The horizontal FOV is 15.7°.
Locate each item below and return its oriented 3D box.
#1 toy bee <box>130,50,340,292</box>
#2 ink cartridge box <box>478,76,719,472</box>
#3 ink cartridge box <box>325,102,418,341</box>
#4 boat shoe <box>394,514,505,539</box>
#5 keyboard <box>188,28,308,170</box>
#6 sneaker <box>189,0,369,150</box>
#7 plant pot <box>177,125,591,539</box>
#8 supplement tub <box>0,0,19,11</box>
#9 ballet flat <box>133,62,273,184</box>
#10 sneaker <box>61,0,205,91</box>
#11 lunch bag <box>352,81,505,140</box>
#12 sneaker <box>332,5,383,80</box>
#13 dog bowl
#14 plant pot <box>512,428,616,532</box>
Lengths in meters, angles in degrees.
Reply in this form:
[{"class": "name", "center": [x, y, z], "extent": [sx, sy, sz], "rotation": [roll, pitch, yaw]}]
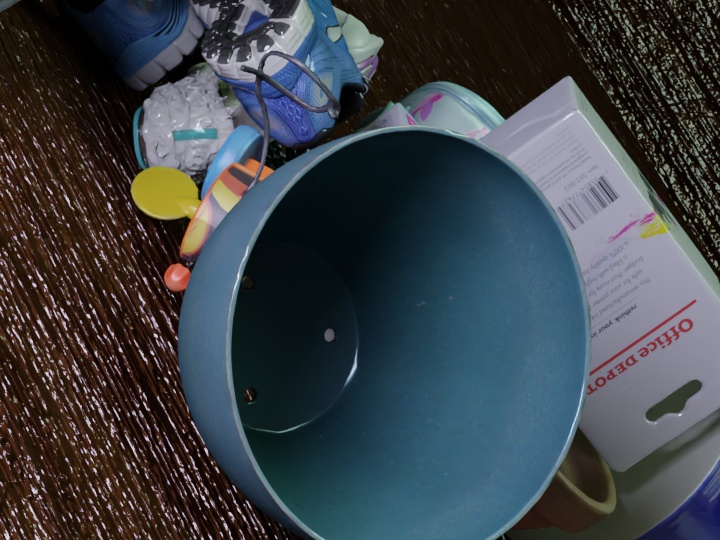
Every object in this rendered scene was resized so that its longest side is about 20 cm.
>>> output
[{"class": "toy bee", "center": [-0.067, -0.024, 1.351], "extent": [0.130, 0.109, 0.200], "rotation": [22, -22, 30]}, {"class": "ink cartridge box", "center": [0.135, 0.004, 1.527], "extent": [0.200, 0.115, 0.068], "rotation": [52, 13, -16]}, {"class": "ink cartridge box", "center": [0.000, 0.000, 1.446], "extent": [0.042, 0.119, 0.200], "rotation": [46, 15, -28]}, {"class": "boat shoe", "center": [0.029, 0.152, 1.286], "extent": [0.084, 0.068, 0.200], "rotation": [54, 13, -4]}, {"class": "keyboard", "center": [-0.054, -0.083, 1.642], "extent": [0.104, 0.040, 0.201], "rotation": [42, 20, -45]}, {"class": "sneaker", "center": [-0.044, -0.120, 1.439], "extent": [0.200, 0.078, 0.090], "rotation": [-90, 154, -64]}, {"class": "plant pot", "center": [-0.009, 0.034, 1.246], "extent": [0.200, 0.200, 0.134], "rotation": [50, -24, -23]}, {"class": "supplement tub", "center": [-0.214, -0.220, 1.205], "extent": [0.201, 0.122, 0.122], "rotation": [58, 13, 10]}, {"class": "ballet flat", "center": [-0.076, -0.083, 1.495], "extent": [0.072, 0.072, 0.200], "rotation": [54, 14, -4]}, {"class": "sneaker", "center": [-0.147, -0.198, 1.508], "extent": [0.090, 0.078, 0.201], "rotation": [39, 20, -41]}, {"class": "lunch bag", "center": [0.057, -0.041, 1.657], "extent": [0.161, 0.077, 0.200], "rotation": [47, -21, -9]}, {"class": "sneaker", "center": [-0.051, -0.137, 1.570], "extent": [0.100, 0.075, 0.200], "rotation": [41, -5, -18]}, {"class": "dog bowl", "center": [0.175, 0.112, 1.631], "extent": [0.079, 0.200, 0.201], "rotation": [41, 18, -36]}, {"class": "plant pot", "center": [0.056, 0.079, 1.517], "extent": [0.201, 0.092, 0.201], "rotation": [52, 12, -16]}]
